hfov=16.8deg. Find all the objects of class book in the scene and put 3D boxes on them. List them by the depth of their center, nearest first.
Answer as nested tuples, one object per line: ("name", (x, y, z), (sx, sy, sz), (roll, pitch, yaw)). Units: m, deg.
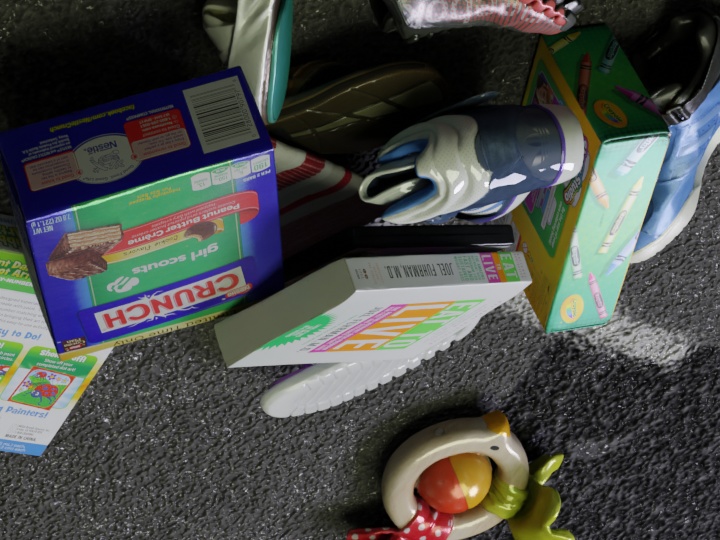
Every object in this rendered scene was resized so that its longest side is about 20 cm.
("book", (0.011, 0.022, 1.725), (0.133, 0.048, 0.199), (-28, 164, 38))

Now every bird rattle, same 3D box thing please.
("bird rattle", (0.078, 0.190, 2.097), (0.199, 0.113, 0.164), (-13, 130, 6))

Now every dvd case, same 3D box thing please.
("dvd case", (0.000, 0.000, 1.790), (0.142, 0.018, 0.200), (-2, 167, -33))

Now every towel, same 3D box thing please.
("towel", (-0.090, -0.050, 1.729), (0.144, 0.023, 0.200), (-28, 147, 33))

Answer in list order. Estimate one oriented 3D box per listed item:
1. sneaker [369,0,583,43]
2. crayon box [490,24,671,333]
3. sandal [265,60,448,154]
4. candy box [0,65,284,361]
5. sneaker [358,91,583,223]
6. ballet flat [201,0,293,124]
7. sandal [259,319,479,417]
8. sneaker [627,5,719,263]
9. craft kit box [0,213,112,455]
("sneaker", (0.061, -0.195, 1.647), (0.200, 0.071, 0.098), (19, 124, -38))
("crayon box", (0.159, -0.066, 1.804), (0.058, 0.119, 0.201), (-8, 138, -19))
("sandal", (-0.038, -0.113, 1.708), (0.199, 0.055, 0.082), (-19, 151, 17))
("candy box", (-0.142, -0.033, 1.626), (0.168, 0.077, 0.200), (-16, 153, -8))
("sneaker", (0.053, -0.072, 1.718), (0.146, 0.081, 0.200), (-10, 178, -25))
("ballet flat", (-0.072, -0.186, 1.604), (0.069, 0.070, 0.201), (-8, 134, -19))
("sandal", (0.003, 0.061, 1.926), (0.202, 0.050, 0.083), (-22, 158, -24))
("sneaker", (0.218, -0.104, 1.805), (0.111, 0.077, 0.200), (22, 108, -46))
("craft kit box", (-0.278, 0.045, 1.764), (0.199, 0.049, 0.198), (12, 131, -36))
